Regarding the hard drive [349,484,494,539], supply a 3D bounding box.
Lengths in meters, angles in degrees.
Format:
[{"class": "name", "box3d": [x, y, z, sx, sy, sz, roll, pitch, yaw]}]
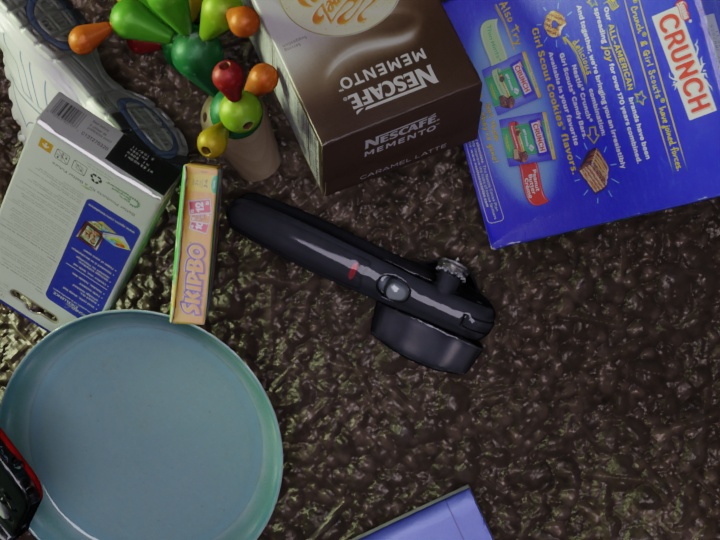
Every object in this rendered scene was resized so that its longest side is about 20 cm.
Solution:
[{"class": "hard drive", "box3d": [0.013, 0.251, 1.348, 0.199, 0.025, 0.132, -25, 93, 1]}]

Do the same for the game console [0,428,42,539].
[{"class": "game console", "box3d": [-0.320, 0.120, 1.287, 0.119, 0.172, 0.200, -37, 84, -24]}]

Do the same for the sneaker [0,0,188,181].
[{"class": "sneaker", "box3d": [-0.206, -0.116, 1.304, 0.087, 0.074, 0.200, -43, 81, 28]}]

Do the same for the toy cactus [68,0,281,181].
[{"class": "toy cactus", "box3d": [-0.103, -0.119, 1.271, 0.102, 0.200, 0.165, -40, 132, -12]}]

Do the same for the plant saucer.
[{"class": "plant saucer", "box3d": [-0.149, 0.120, 1.322, 0.199, 0.027, 0.201, 2, 104, 8]}]

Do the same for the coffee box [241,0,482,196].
[{"class": "coffee box", "box3d": [-0.012, -0.165, 1.252, 0.114, 0.080, 0.201, -22, 70, -9]}]

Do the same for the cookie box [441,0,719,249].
[{"class": "cookie box", "box3d": [0.159, -0.117, 1.249, 0.199, 0.075, 0.172, -13, 94, 41]}]

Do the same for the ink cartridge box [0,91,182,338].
[{"class": "ink cartridge box", "box3d": [-0.190, -0.026, 1.278, 0.094, 0.200, 0.037, 33, 49, -2]}]

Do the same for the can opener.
[{"class": "can opener", "box3d": [0.000, 0.000, 1.314, 0.199, 0.063, 0.079, 28, 94, -2]}]

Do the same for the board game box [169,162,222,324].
[{"class": "board game box", "box3d": [-0.105, -0.020, 1.244, 0.030, 0.200, 0.096, 5, 93, -1]}]
